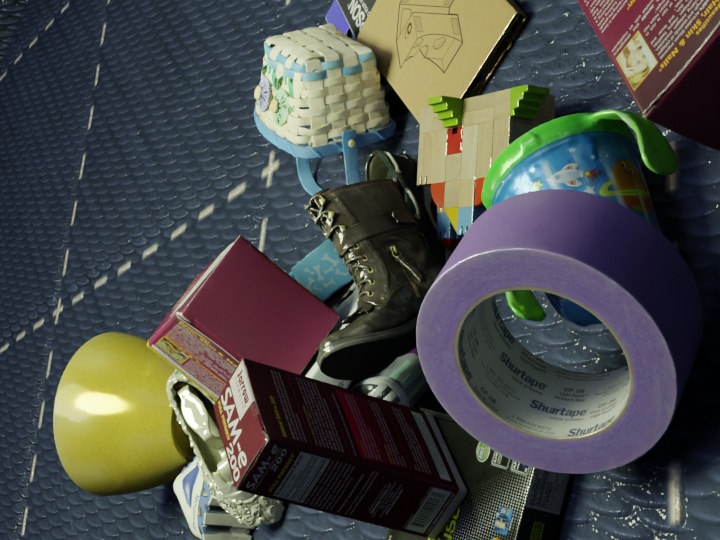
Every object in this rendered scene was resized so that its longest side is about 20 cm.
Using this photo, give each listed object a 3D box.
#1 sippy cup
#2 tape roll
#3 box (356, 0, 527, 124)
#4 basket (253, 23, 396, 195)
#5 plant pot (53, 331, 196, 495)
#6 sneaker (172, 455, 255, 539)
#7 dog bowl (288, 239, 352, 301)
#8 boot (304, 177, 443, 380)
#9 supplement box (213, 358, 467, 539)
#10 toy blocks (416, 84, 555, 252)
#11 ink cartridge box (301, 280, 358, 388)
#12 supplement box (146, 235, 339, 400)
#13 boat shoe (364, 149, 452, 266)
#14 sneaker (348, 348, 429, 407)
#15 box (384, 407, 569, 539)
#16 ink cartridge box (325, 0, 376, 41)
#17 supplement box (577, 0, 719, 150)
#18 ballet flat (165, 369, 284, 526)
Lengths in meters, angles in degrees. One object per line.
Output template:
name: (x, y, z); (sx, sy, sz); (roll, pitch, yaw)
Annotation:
sippy cup: (0.181, -0.033, 1.130); (0.178, 0.138, 0.131); (77, 175, -57)
tape roll: (0.147, 0.047, 1.048); (0.200, 0.200, 0.085); (-43, 7, 41)
box: (0.079, -0.253, 1.480); (0.164, 0.021, 0.201); (-57, 45, 27)
basket: (-0.043, -0.162, 1.579); (0.176, 0.138, 0.202); (-140, 35, -58)
plant pot: (-0.251, 0.178, 1.712); (0.141, 0.200, 0.202); (1, 74, 32)
sneaker: (-0.167, 0.222, 1.624); (0.115, 0.080, 0.201); (-5, 72, 56)
dog bowl: (-0.047, 0.008, 1.517); (0.200, 0.050, 0.111); (-39, 1, 45)
boot: (0.000, 0.000, 1.313); (0.175, 0.199, 0.069); (54, 139, 19)
supplement box: (-0.017, 0.152, 1.194); (0.061, 0.199, 0.109); (-57, 31, 23)
toy blocks: (0.114, -0.089, 1.318); (0.199, 0.099, 0.138); (-3, 84, 60)
ink cartridge box: (-0.036, 0.090, 1.405); (0.201, 0.040, 0.200); (-57, 8, -31)
supplement box: (-0.123, 0.061, 1.413); (0.104, 0.131, 0.200); (-53, 8, -19)
boat shoe: (0.042, -0.040, 1.426); (0.076, 0.060, 0.201); (-51, 35, 32)
sneaker: (0.021, 0.127, 1.393); (0.087, 0.075, 0.200); (-40, 3, -25)
box: (0.089, 0.231, 1.215); (0.193, 0.047, 0.202); (8, 81, 59)
ink cartridge box: (0.015, -0.331, 1.649); (0.201, 0.043, 0.199); (-56, 34, 28)
supplement box: (0.255, -0.207, 1.127); (0.111, 0.085, 0.201); (-52, 35, 30)
ballet flat: (-0.155, 0.193, 1.527); (0.072, 0.072, 0.201); (-40, 80, 43)
